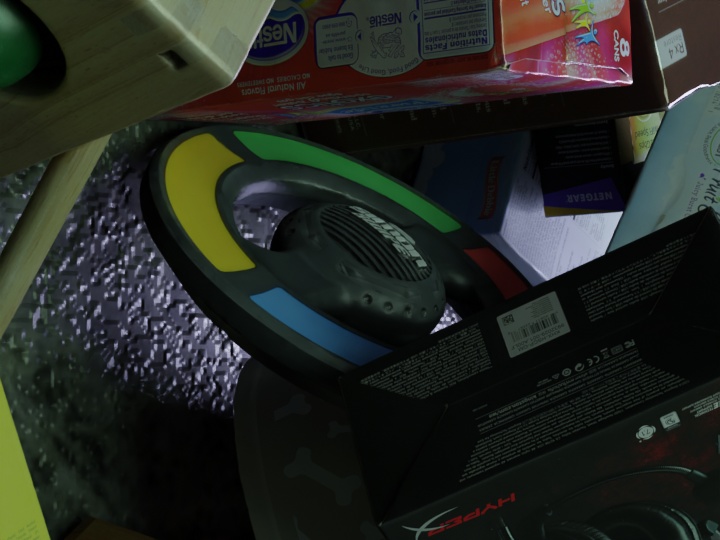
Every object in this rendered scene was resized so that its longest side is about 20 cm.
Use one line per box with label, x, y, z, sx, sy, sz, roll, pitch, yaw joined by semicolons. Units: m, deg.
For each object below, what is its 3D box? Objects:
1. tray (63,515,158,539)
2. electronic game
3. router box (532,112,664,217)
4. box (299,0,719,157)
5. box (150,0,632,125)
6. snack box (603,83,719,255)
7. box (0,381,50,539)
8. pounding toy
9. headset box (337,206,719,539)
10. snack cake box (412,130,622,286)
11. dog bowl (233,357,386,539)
tray;-0.048;0.193;0.700;0.037;0.098;0.201;-44;122;-30
electronic game;0.000;0.000;0.724;0.199;0.200;0.042;-4;130;-52
router box;0.157;-0.124;0.911;0.199;0.052;0.159;-20;104;-50
box;0.069;-0.106;0.786;0.100;0.199;0.076;-31;111;-48
box;0.004;-0.117;0.704;0.095;0.199;0.101;-1;89;-49
snack box;0.139;0.018;0.775;0.200;0.053;0.143;-59;157;-43
box;-0.164;0.033;0.585;0.050;0.075;0.202;-30;110;-48
pounding toy;-0.098;-0.104;0.610;0.142;0.183;0.201;41;56;-28
headset box;0.101;0.092;0.647;0.078;0.148;0.201;-106;169;-47
snack cake box;0.099;-0.077;0.930;0.115;0.067;0.201;39;58;-41
dog bowl;0.016;0.119;0.745;0.201;0.058;0.201;-90;154;-60
